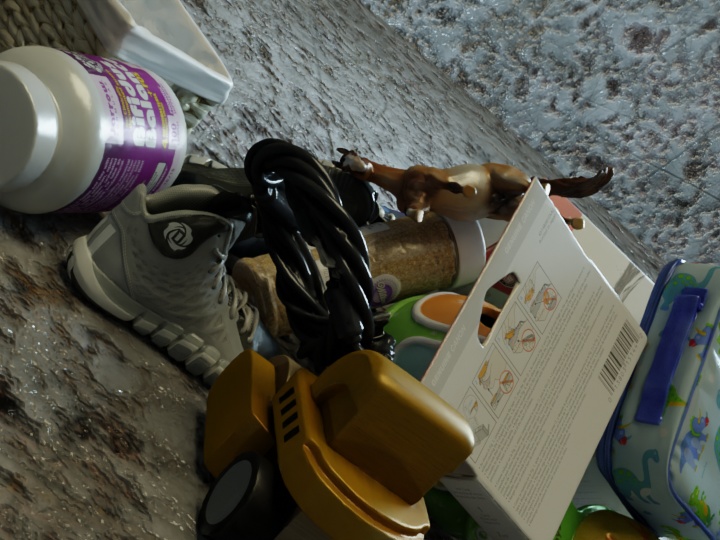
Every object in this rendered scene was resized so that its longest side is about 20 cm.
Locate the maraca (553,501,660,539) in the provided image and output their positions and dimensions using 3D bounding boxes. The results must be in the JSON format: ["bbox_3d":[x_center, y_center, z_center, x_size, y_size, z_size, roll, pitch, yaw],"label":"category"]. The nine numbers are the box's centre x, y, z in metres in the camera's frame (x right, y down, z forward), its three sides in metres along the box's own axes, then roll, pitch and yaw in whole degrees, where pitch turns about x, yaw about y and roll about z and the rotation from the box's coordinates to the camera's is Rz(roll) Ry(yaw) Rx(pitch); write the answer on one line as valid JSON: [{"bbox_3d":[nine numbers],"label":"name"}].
[{"bbox_3d":[0.180,0.241,1.067,0.200,0.106,0.138,39,45,-38],"label":"maraca"}]

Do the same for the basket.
[{"bbox_3d":[-0.220,-0.190,1.176,0.135,0.124,0.201,24,24,-50],"label":"basket"}]

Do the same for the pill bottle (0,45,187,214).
[{"bbox_3d":[-0.208,-0.096,0.977,0.112,0.112,0.200,46,15,10],"label":"pill bottle"}]

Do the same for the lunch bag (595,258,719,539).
[{"bbox_3d":[0.263,0.102,1.107,0.082,0.202,0.161,7,-26,38],"label":"lunch bag"}]

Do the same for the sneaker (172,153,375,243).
[{"bbox_3d":[-0.088,-0.050,1.125,0.198,0.067,0.091,6,24,19],"label":"sneaker"}]

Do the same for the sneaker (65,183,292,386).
[{"bbox_3d":[-0.095,0.009,0.979,0.199,0.116,0.075,34,17,-32],"label":"sneaker"}]

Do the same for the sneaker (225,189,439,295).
[{"bbox_3d":[-0.024,-0.031,1.192,0.198,0.085,0.075,7,24,-6],"label":"sneaker"}]

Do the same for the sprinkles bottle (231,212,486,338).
[{"bbox_3d":[0.000,0.000,1.104,0.198,0.069,0.068,-16,49,-24],"label":"sprinkles bottle"}]

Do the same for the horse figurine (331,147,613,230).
[{"bbox_3d":[0.089,-0.060,1.074,0.198,0.051,0.132,0,11,-18],"label":"horse figurine"}]

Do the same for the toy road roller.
[{"bbox_3d":[-0.010,0.108,0.876,0.123,0.146,0.200,38,16,-21],"label":"toy road roller"}]

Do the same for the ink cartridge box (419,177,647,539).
[{"bbox_3d":[0.112,0.067,0.990,0.044,0.201,0.177,-5,-46,46],"label":"ink cartridge box"}]

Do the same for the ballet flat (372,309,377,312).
[{"bbox_3d":[-0.017,0.050,1.201,0.074,0.074,0.200,38,14,-20],"label":"ballet flat"}]

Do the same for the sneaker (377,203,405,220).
[{"bbox_3d":[-0.016,-0.041,1.278,0.198,0.081,0.146,24,-6,6],"label":"sneaker"}]

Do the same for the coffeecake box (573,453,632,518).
[{"bbox_3d":[0.177,0.135,1.203,0.153,0.073,0.200,-9,-52,50],"label":"coffeecake box"}]

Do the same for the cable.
[{"bbox_3d":[-0.040,-0.009,0.940,0.165,0.050,0.200,66,-12,-10],"label":"cable"}]

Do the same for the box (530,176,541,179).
[{"bbox_3d":[0.165,0.043,1.401,0.164,0.200,0.166,42,14,-4],"label":"box"}]

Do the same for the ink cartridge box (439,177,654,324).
[{"bbox_3d":[0.174,0.036,1.225,0.200,0.144,0.084,42,58,-10],"label":"ink cartridge box"}]

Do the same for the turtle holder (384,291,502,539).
[{"bbox_3d":[0.070,0.109,1.068,0.140,0.187,0.131,30,-24,-37],"label":"turtle holder"}]
